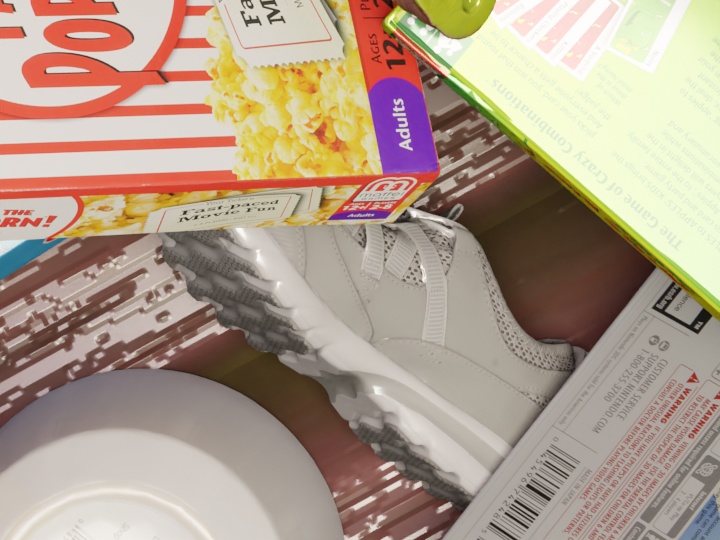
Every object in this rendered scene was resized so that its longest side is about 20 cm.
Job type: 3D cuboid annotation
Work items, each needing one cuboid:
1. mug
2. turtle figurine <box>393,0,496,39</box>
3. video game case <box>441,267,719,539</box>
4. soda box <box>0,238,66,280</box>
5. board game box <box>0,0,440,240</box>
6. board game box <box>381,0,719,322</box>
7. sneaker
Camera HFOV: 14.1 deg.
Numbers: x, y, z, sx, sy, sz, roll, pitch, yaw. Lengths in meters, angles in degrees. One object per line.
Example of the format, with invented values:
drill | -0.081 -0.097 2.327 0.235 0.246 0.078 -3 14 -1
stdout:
mug | -0.076 0.127 0.988 0.149 0.153 0.188 -5 89 -1
turtle figurine | -0.021 -0.120 0.885 0.161 0.065 0.200 26 50 34
video game case | 0.134 0.076 0.961 0.182 0.022 0.200 31 78 42
soda box | -0.084 -0.065 1.036 0.200 0.068 0.064 -33 88 -1
board game box | -0.086 -0.087 0.930 0.199 0.046 0.152 -4 71 -25
board game box | 0.114 -0.051 0.920 0.200 0.048 0.102 41 92 -3
sneaker | 0.000 0.000 1.020 0.200 0.075 0.082 45 72 -28
